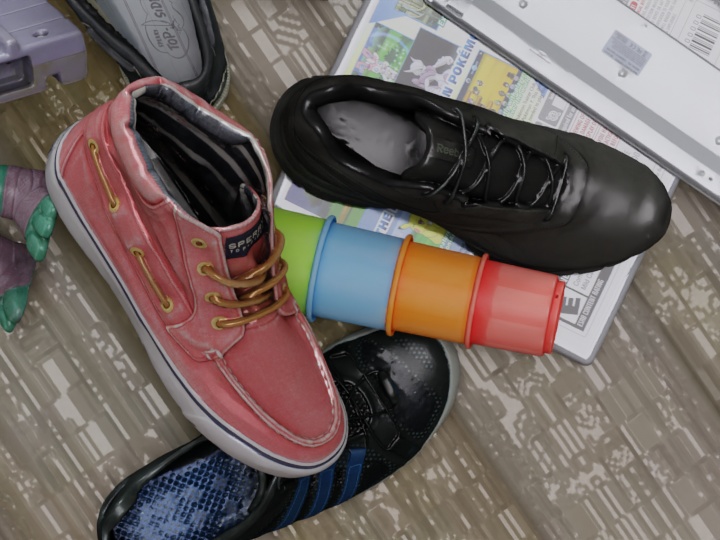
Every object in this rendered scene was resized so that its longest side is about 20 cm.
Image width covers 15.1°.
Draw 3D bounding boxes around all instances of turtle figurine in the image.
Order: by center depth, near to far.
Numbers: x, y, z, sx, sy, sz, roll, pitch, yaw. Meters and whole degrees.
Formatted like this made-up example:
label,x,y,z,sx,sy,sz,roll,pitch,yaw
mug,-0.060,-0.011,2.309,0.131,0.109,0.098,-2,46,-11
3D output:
label,x,y,z,sx,sy,sz,roll,pitch,yaw
turtle figurine,-0.247,-0.037,1.297,0.199,0.150,0.101,16,69,-10

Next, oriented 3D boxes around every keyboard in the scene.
label,x,y,z,sx,sy,sz,roll,pitch,yaw
keyboard,0.128,-0.101,1.351,0.200,0.011,0.056,35,82,-1

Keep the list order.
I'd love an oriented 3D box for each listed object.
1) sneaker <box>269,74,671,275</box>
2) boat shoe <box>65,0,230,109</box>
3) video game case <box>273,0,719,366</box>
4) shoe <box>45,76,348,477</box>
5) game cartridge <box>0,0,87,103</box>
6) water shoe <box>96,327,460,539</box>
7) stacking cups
label,x,y,z,sx,sy,sz,roll,pitch,yaw
sneaker,0.054,-0.046,1.305,0.199,0.091,0.076,12,86,-3
boat shoe,-0.124,-0.165,1.334,0.074,0.066,0.200,-22,89,-3
video game case,0.076,-0.081,1.363,0.182,0.022,0.201,26,87,-1
shoe,-0.063,0.005,1.246,0.071,0.091,0.200,-38,94,-31
game cartridge,-0.243,-0.099,1.275,0.199,0.130,0.039,-19,127,-22
water shoe,-0.035,0.092,1.320,0.200,0.079,0.072,-33,89,-4
stacking cups,0.000,0.000,1.326,0.199,0.061,0.061,10,87,4
